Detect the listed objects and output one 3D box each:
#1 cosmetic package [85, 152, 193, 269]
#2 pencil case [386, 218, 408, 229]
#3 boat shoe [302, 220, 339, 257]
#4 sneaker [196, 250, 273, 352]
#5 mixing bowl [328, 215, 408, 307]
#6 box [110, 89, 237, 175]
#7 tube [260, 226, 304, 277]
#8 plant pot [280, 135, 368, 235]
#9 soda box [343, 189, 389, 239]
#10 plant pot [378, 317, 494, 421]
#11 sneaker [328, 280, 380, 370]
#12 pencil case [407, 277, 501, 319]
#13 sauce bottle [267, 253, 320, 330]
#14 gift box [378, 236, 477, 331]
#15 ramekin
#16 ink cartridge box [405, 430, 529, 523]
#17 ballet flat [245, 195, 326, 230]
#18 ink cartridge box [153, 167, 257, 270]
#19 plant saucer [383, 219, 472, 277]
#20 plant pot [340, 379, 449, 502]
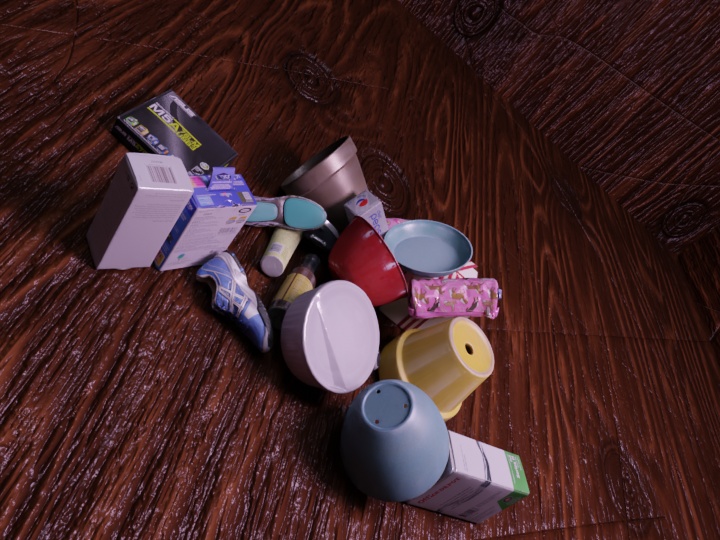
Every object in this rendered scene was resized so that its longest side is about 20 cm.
[{"bbox_3d":[-0.358,-0.091,0.993,0.100,0.200,0.075,-3,57,-48],"label":"cosmetic package"},{"bbox_3d":[0.080,-0.089,1.565,0.197,0.087,0.089,2,54,-47],"label":"pencil case"},{"bbox_3d":[-0.054,-0.040,1.395,0.199,0.075,0.061,42,71,-24],"label":"boat shoe"},{"bbox_3d":[-0.225,0.065,1.114,0.076,0.076,0.202,-27,76,-31],"label":"sneaker"},{"bbox_3d":[0.000,0.000,1.288,0.107,0.201,0.202,-32,77,-12],"label":"mixing bowl"},{"bbox_3d":[-0.377,-0.265,1.277,0.200,0.047,0.194,43,37,-7],"label":"box"},{"bbox_3d":[-0.162,-0.060,1.313,0.202,0.050,0.059,-76,155,-56],"label":"tube"},{"bbox_3d":[-0.061,-0.183,1.437,0.175,0.197,0.201,55,32,-15],"label":"plant pot"},{"bbox_3d":[0.025,-0.080,1.402,0.068,0.202,0.063,-34,48,-14],"label":"soda box"},{"bbox_3d":[0.166,0.197,1.275,0.198,0.188,0.205,25,45,-28],"label":"plant pot"},{"bbox_3d":[-0.032,0.124,1.267,0.076,0.075,0.202,-33,84,-23],"label":"sneaker"},{"bbox_3d":[0.191,0.059,1.286,0.194,0.085,0.087,0,9,-3],"label":"pencil case"},{"bbox_3d":[-0.126,0.037,1.238,0.064,0.065,0.201,39,37,-10],"label":"sauce bottle"},{"bbox_3d":[0.180,0.044,1.453,0.198,0.187,0.187,34,37,-15],"label":"gift box"},{"bbox_3d":[-0.062,0.123,1.143,0.199,0.093,0.209,9,78,-47],"label":"ramekin"},{"bbox_3d":[0.195,0.393,1.165,0.197,0.147,0.084,26,38,-29],"label":"ink cartridge box"},{"bbox_3d":[-0.171,-0.125,1.308,0.194,0.073,0.073,3,49,-16],"label":"ballet flat"},{"bbox_3d":[-0.275,-0.096,1.088,0.135,0.200,0.077,-12,63,-51],"label":"ink cartridge box"},{"bbox_3d":[0.146,-0.042,1.350,0.194,0.037,0.202,3,36,-2],"label":"plant saucer"},{"bbox_3d":[0.051,0.267,1.056,0.137,0.194,0.204,77,9,-46],"label":"plant pot"}]
